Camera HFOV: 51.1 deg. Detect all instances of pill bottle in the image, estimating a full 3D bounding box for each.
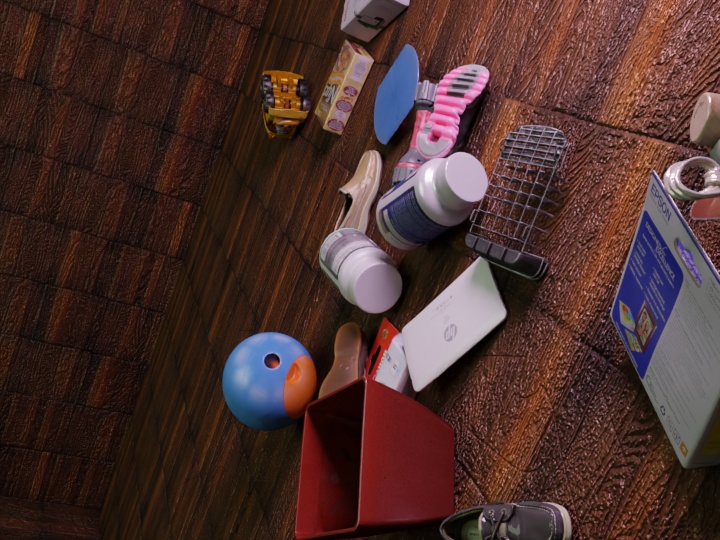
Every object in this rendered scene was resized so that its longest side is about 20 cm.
[{"bbox_3d":[0.117,-0.114,1.231,0.200,0.110,0.113,-31,48,57],"label":"pill bottle"},{"bbox_3d":[0.000,0.000,1.413,0.115,0.112,0.200,-68,25,12],"label":"pill bottle"}]

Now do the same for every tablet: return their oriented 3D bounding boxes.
[{"bbox_3d":[0.137,0.081,1.146,0.200,0.014,0.131,-46,35,30],"label":"tablet"}]

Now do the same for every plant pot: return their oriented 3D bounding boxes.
[{"bbox_3d":[0.029,0.290,1.094,0.200,0.174,0.203,-35,44,53],"label":"plant pot"}]

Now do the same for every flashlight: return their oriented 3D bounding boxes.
[{"bbox_3d":[0.108,-0.247,1.387,0.068,0.067,0.203,-3,74,66],"label":"flashlight"}]

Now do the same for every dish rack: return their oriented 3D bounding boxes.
[{"bbox_3d":[0.226,-0.101,1.055,0.153,0.054,0.203,30,101,62],"label":"dish rack"}]

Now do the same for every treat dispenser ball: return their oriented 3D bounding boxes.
[{"bbox_3d":[-0.190,0.231,1.575,0.201,0.198,0.203,-44,38,48],"label":"treat dispenser ball"}]

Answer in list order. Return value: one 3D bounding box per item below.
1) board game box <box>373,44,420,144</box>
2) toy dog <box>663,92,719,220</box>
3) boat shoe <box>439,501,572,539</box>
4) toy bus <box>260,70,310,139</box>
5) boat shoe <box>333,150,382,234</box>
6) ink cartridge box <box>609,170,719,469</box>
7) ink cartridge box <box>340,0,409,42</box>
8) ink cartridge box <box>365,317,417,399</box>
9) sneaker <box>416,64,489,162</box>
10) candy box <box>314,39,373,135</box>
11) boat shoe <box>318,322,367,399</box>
[{"bbox_3d":[0.087,-0.352,1.538,0.200,0.038,0.160,130,142,-52],"label":"board game box"},{"bbox_3d":[0.354,-0.080,0.696,0.201,0.130,0.097,-54,-25,-33],"label":"toy dog"},{"bbox_3d":[0.168,0.317,0.908,0.200,0.065,0.073,-35,44,55],"label":"boat shoe"},{"bbox_3d":[-0.231,-0.455,2.196,0.202,0.134,0.194,-104,25,-44],"label":"toy bus"},{"bbox_3d":[-0.009,-0.161,1.577,0.071,0.075,0.203,-7,69,64],"label":"boat shoe"},{"bbox_3d":[0.305,0.045,0.705,0.199,0.046,0.202,-98,6,-45],"label":"ink cartridge box"},{"bbox_3d":[0.040,-0.650,1.760,0.199,0.083,0.148,-18,58,62],"label":"ink cartridge box"},{"bbox_3d":[0.033,0.186,1.306,0.162,0.047,0.200,-68,26,13],"label":"ink cartridge box"},{"bbox_3d":[0.160,-0.254,1.273,0.078,0.096,0.202,22,74,29],"label":"sneaker"},{"bbox_3d":[-0.043,-0.451,1.853,0.202,0.055,0.116,-63,26,23],"label":"candy box"},{"bbox_3d":[-0.022,0.195,1.364,0.069,0.071,0.202,0,51,23],"label":"boat shoe"}]
